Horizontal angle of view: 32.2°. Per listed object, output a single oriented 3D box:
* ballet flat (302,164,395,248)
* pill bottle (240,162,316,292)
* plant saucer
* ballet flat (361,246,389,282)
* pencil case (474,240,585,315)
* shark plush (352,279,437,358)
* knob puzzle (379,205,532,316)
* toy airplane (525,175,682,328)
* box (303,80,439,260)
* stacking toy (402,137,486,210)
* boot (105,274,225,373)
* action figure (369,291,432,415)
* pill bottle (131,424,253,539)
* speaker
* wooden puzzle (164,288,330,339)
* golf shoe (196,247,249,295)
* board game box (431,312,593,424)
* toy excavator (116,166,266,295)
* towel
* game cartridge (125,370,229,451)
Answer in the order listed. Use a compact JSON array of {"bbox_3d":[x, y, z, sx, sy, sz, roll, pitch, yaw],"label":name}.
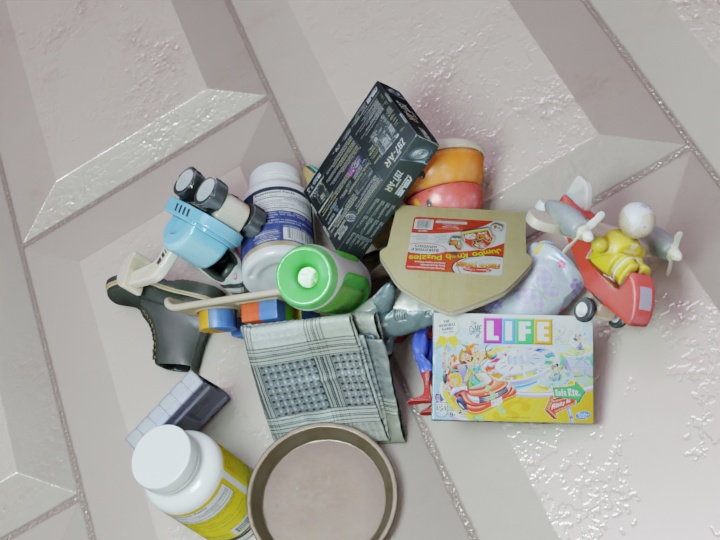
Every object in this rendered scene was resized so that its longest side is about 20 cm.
[{"bbox_3d":[-0.027,-0.094,1.845,0.200,0.069,0.063,33,93,37],"label":"ballet flat"},{"bbox_3d":[-0.122,-0.062,1.834,0.111,0.111,0.200,-19,46,14],"label":"pill bottle"},{"bbox_3d":[-0.048,0.296,1.620,0.200,0.029,0.200,-3,66,7],"label":"plant saucer"},{"bbox_3d":[0.000,0.000,1.763,0.200,0.046,0.067,-19,49,33],"label":"ballet flat"},{"bbox_3d":[0.202,0.055,1.632,0.091,0.083,0.200,43,84,13],"label":"pencil case"},{"bbox_3d":[0.018,0.085,1.641,0.200,0.091,0.083,-39,85,3],"label":"shark plush"},{"bbox_3d":[0.123,-0.007,1.619,0.219,0.030,0.220,-2,42,2],"label":"knob puzzle"},{"bbox_3d":[0.307,-0.043,1.549,0.141,0.199,0.200,-47,1,38],"label":"toy airplane"},{"bbox_3d":[0.011,-0.140,1.724,0.200,0.043,0.160,-55,36,19],"label":"box"},{"bbox_3d":[0.124,-0.072,1.736,0.146,0.146,0.200,-19,71,15],"label":"stacking toy"},{"bbox_3d":[-0.313,0.082,1.874,0.200,0.077,0.139,3,68,28],"label":"boot"},{"bbox_3d":[0.061,0.096,1.689,0.099,0.065,0.200,-10,60,22],"label":"action figure"},{"bbox_3d":[-0.211,0.277,1.628,0.112,0.200,0.113,-12,57,19],"label":"pill bottle"},{"bbox_3d":[-0.044,0.014,1.615,0.088,0.200,0.089,-1,85,15],"label":"speaker"},{"bbox_3d":[-0.145,0.065,1.739,0.200,0.185,0.046,-4,79,22],"label":"wooden puzzle"},{"bbox_3d":[-0.225,-0.032,1.883,0.200,0.092,0.073,35,87,38],"label":"golf shoe"},{"bbox_3d":[0.189,0.123,1.561,0.200,0.034,0.135,1,80,1],"label":"board game box"},{"bbox_3d":[-0.258,-0.041,1.789,0.194,0.100,0.200,24,81,53],"label":"toy excavator"},{"bbox_3d":[-0.048,0.150,1.650,0.200,0.193,0.035,-8,17,21],"label":"towel"},{"bbox_3d":[-0.245,0.202,1.697,0.038,0.200,0.130,38,84,10],"label":"game cartridge"}]
